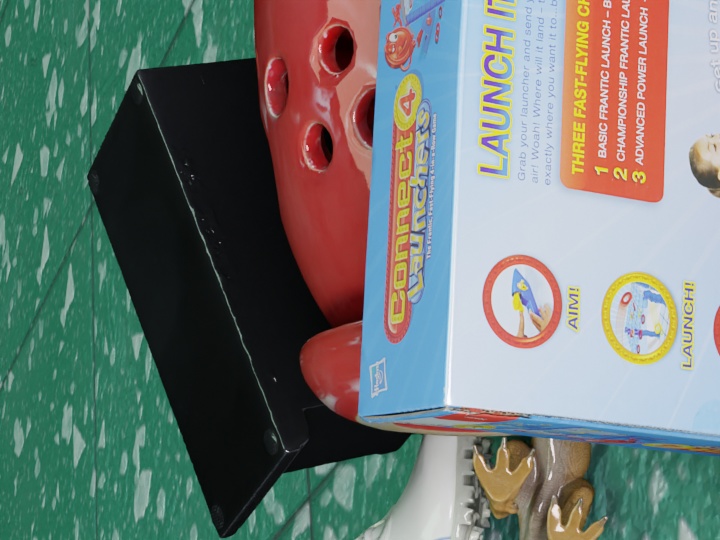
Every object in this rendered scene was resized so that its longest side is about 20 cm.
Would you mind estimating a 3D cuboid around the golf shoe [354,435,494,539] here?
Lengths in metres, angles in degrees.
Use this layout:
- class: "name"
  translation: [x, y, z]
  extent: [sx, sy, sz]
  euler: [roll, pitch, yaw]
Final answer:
- class: "golf shoe"
  translation: [0.007, 0.152, 0.965]
  extent: [0.078, 0.097, 0.201]
  euler: [-38, -38, -77]

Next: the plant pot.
- class: "plant pot"
  translation: [0.059, -0.034, 0.768]
  extent: [0.200, 0.199, 0.184]
  euler: [155, 116, -66]

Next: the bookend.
- class: "bookend"
  translation: [0.000, 0.000, 0.969]
  extent: [0.199, 0.199, 0.092]
  euler: [66, 147, 22]

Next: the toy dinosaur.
- class: "toy dinosaur"
  translation: [0.082, 0.104, 0.886]
  extent: [0.106, 0.060, 0.201]
  euler: [-15, -64, -77]

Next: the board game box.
- class: "board game box"
  translation: [0.102, -0.043, 0.648]
  extent: [0.056, 0.195, 0.201]
  euler: [-15, 69, 62]
